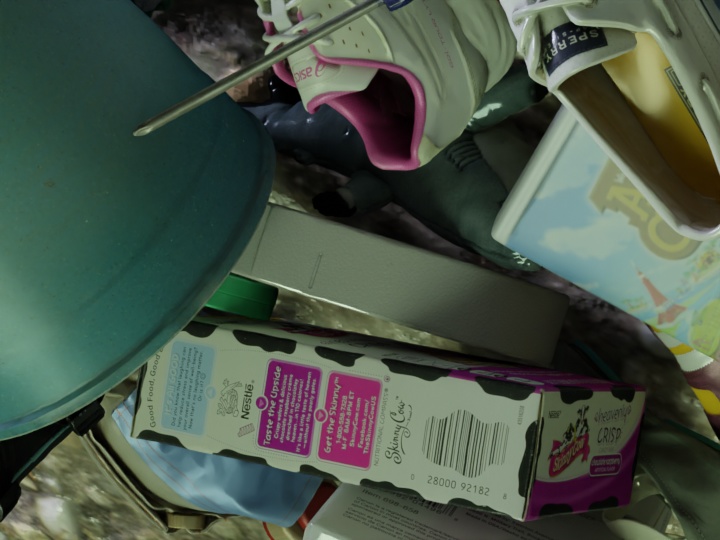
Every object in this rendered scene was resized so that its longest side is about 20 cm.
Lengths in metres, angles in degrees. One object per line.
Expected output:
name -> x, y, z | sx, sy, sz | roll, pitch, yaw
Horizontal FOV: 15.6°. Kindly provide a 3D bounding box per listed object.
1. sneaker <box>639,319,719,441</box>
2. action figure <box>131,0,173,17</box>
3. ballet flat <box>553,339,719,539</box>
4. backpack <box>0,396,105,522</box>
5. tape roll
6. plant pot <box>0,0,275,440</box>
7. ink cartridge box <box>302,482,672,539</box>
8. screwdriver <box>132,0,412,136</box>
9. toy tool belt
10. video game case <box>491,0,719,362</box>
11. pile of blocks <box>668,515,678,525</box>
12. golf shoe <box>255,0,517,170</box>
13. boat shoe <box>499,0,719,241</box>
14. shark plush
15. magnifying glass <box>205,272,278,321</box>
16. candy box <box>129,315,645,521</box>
sneaker -> 0.153, 0.005, 1.204 | 0.089, 0.075, 0.201 | 10, 137, 22
action figure -> -0.137, -0.161, 1.188 | 0.117, 0.055, 0.200 | 5, 148, 26
ballet flat -> 0.130, 0.092, 1.270 | 0.067, 0.064, 0.200 | 49, 174, -32
backpack -> -0.249, 0.031, 1.345 | 0.153, 0.176, 0.201 | -8, 121, 52
tape roll -> 0.000, 0.000, 1.245 | 0.201, 0.037, 0.203 | 18, 180, 0
plant pot -> -0.170, -0.063, 1.143 | 0.199, 0.201, 0.188 | -9, 131, 44
ink cartridge box -> 0.063, 0.142, 1.302 | 0.143, 0.200, 0.084 | 22, 117, 12
screwdriver -> -0.005, -0.103, 1.085 | 0.199, 0.028, 0.029 | -30, 163, 8
toy tool belt -> -0.067, 0.090, 1.446 | 0.200, 0.125, 0.123 | 38, 156, -21
video game case -> 0.174, -0.046, 1.082 | 0.181, 0.022, 0.201 | 28, 127, -2
pile of blocks -> 0.082, 0.109, 1.420 | 0.199, 0.062, 0.082 | 13, 147, 20
golf shoe -> -0.018, -0.125, 1.114 | 0.200, 0.092, 0.075 | 41, 148, -21
boat shoe -> 0.091, -0.097, 1.021 | 0.071, 0.070, 0.201 | -30, 97, 38
shark plush -> 0.007, -0.056, 1.204 | 0.199, 0.084, 0.091 | 22, 144, 14
magnifying glass -> -0.105, -0.004, 1.266 | 0.079, 0.023, 0.200 | 16, 179, -31
candy box -> 0.014, 0.064, 1.206 | 0.199, 0.062, 0.136 | 9, -178, 25
